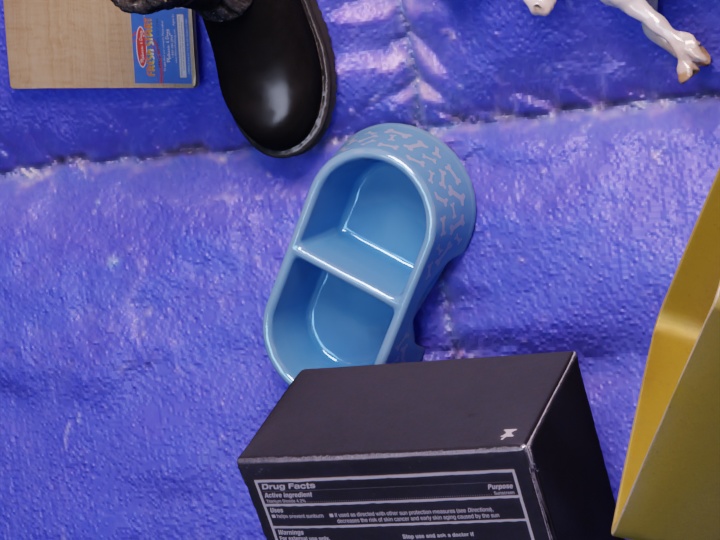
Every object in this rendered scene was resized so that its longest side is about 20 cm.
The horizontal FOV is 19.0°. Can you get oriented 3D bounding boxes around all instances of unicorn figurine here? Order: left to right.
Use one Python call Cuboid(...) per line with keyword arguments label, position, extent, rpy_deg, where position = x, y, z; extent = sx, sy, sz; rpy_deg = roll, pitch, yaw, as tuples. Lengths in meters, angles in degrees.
Cuboid(label="unicorn figurine", position=(0.173, -0.182, 1.292), extent=(0.200, 0.074, 0.137), rpy_deg=(-40, 88, 29))

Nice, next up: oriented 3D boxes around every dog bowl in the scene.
Cuboid(label="dog bowl", position=(0.000, 0.000, 1.428), extent=(0.111, 0.050, 0.200), rpy_deg=(28, 111, 17))

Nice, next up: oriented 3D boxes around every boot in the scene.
Cuboid(label="boot", position=(-0.093, -0.167, 1.374), extent=(0.079, 0.158, 0.211), rpy_deg=(-9, 97, 26))

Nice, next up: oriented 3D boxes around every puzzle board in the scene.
Cuboid(label="puzzle board", position=(-0.183, -0.225, 1.484), extent=(0.151, 0.017, 0.200), rpy_deg=(2, 102, 23))

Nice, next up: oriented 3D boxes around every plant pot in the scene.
Cuboid(label="plant pot", position=(0.267, 0.049, 1.222), extent=(0.176, 0.200, 0.200), rpy_deg=(18, 131, 3))

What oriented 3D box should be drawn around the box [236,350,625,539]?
Cuboid(label="box", position=(0.055, 0.167, 1.373), extent=(0.200, 0.123, 0.199), rpy_deg=(-5, 118, 25))
